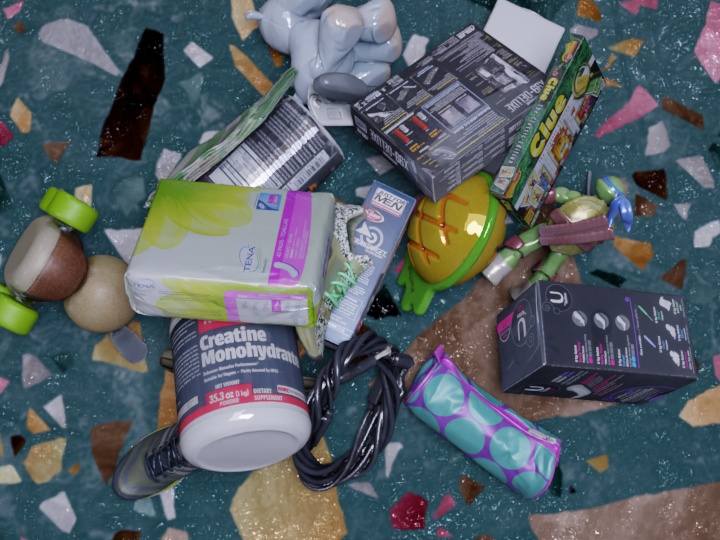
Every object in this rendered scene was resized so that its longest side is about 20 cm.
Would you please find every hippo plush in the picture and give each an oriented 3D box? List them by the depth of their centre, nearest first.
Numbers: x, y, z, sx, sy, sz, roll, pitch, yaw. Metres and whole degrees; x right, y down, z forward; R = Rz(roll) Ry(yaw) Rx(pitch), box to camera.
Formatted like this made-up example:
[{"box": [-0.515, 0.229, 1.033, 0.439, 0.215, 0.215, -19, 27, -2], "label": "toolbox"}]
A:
[{"box": [-0.051, -0.302, 1.109, 0.161, 0.159, 0.201, 52, 124, 23], "label": "hippo plush"}]

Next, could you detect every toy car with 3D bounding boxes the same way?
[{"box": [-0.327, 0.021, 1.043, 0.199, 0.157, 0.165, 33, 83, -26], "label": "toy car"}]

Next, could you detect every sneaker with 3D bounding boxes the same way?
[{"box": [-0.031, 0.003, 0.968, 0.088, 0.077, 0.202, -1, 71, 14], "label": "sneaker"}, {"box": [-0.214, 0.210, 1.014, 0.199, 0.081, 0.074, -33, 83, 3], "label": "sneaker"}]

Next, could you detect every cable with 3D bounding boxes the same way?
[{"box": [-0.013, 0.172, 1.007, 0.051, 0.163, 0.201, 30, 88, 36], "label": "cable"}]

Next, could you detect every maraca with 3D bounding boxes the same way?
[{"box": [0.103, -0.033, 1.034, 0.106, 0.200, 0.138, 23, 37, -21], "label": "maraca"}]

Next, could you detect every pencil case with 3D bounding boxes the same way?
[{"box": [0.150, 0.185, 1.039, 0.199, 0.085, 0.093, 36, 124, 3], "label": "pencil case"}]

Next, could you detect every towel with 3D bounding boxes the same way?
[{"box": [-0.166, -0.158, 1.018, 0.199, 0.153, 0.023, -34, 109, 30], "label": "towel"}]

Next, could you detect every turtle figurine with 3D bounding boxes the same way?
[{"box": [0.236, -0.060, 1.083, 0.194, 0.144, 0.200, -48, 55, 12], "label": "turtle figurine"}]

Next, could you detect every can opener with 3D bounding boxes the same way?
[{"box": [0.016, -0.210, 1.070, 0.199, 0.066, 0.053, -7, 82, -44], "label": "can opener"}]

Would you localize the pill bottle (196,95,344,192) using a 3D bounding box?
[{"box": [-0.123, -0.104, 1.014, 0.200, 0.106, 0.106, -43, 85, -1], "label": "pill bottle"}]

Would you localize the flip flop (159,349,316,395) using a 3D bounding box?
[{"box": [-0.146, 0.118, 1.050, 0.198, 0.081, 0.058, 12, 65, 4], "label": "flip flop"}]

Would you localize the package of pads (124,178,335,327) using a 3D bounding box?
[{"box": [-0.132, -0.018, 0.891, 0.198, 0.069, 0.155, 5, 47, 3], "label": "package of pads"}]

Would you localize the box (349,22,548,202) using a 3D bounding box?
[{"box": [0.112, -0.193, 1.014, 0.199, 0.050, 0.158, -37, 58, -14], "label": "box"}]

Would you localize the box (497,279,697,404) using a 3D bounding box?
[{"box": [0.279, 0.089, 1.022, 0.198, 0.122, 0.107, 6, 65, -14], "label": "box"}]

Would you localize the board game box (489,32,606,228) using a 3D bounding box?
[{"box": [0.218, -0.157, 0.979, 0.023, 0.105, 0.201, 25, 85, 37], "label": "board game box"}]

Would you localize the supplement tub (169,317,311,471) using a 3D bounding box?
[{"box": [-0.135, 0.104, 0.932, 0.139, 0.141, 0.202, -10, 59, -5], "label": "supplement tub"}]

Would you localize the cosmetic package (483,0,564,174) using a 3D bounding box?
[{"box": [0.181, -0.243, 1.126, 0.101, 0.074, 0.201, 27, 78, 2], "label": "cosmetic package"}]

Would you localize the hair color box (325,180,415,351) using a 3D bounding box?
[{"box": [0.000, 0.000, 1.059, 0.060, 0.100, 0.202, 24, 80, 3], "label": "hair color box"}]
